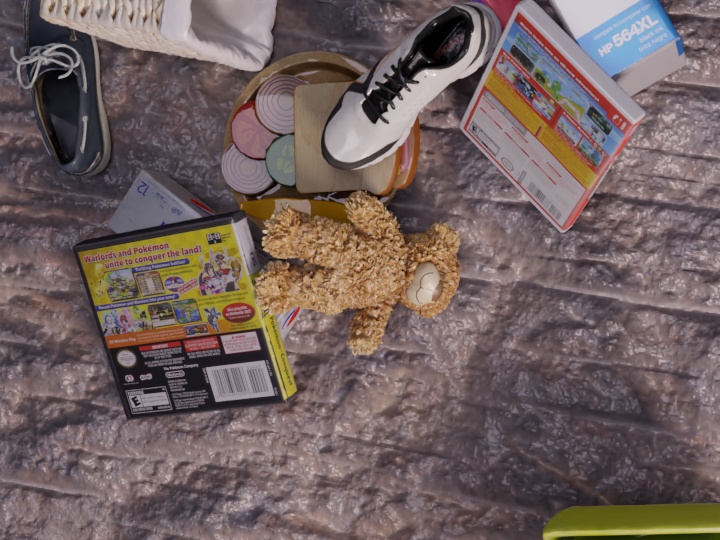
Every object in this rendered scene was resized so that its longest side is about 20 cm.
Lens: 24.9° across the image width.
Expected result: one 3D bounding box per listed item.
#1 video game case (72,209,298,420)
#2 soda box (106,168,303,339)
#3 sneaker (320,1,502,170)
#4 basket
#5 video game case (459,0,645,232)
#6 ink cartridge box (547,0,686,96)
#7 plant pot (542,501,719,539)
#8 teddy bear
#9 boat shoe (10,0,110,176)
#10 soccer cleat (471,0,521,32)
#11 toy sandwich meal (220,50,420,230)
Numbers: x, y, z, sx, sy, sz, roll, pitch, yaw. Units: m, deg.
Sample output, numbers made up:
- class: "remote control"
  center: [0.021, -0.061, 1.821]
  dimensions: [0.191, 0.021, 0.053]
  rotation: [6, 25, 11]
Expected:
- class: "video game case"
  center: [-0.167, 0.046, 1.539]
  dimensions: [0.198, 0.025, 0.183]
  rotation: [-9, 104, 33]
- class: "soda box"
  center: [-0.143, -0.013, 1.567]
  dimensions: [0.199, 0.063, 0.069]
  rotation: [36, 99, 13]
- class: "sneaker"
  center: [0.036, -0.168, 1.443]
  dimensions: [0.200, 0.080, 0.074]
  rotation: [-44, 81, 11]
- class: "basket"
  center: [-0.178, -0.301, 1.519]
  dimensions: [0.159, 0.198, 0.202]
  rotation: [7, 91, 19]
- class: "video game case"
  center: [0.163, -0.132, 1.432]
  dimensions: [0.017, 0.200, 0.143]
  rotation: [-37, 77, -25]
- class: "ink cartridge box"
  center: [0.202, -0.258, 1.438]
  dimensions: [0.084, 0.146, 0.201]
  rotation: [-29, 82, 11]
- class: "plant pot"
  center: [0.248, 0.307, 1.377]
  dimensions: [0.198, 0.199, 0.183]
  rotation: [-4, 59, 15]
- class: "teddy bear"
  center: [0.000, 0.000, 1.481]
  dimensions: [0.198, 0.067, 0.146]
  rotation: [24, 87, -17]
- class: "boat shoe"
  center: [-0.301, -0.191, 1.616]
  dimensions: [0.074, 0.062, 0.202]
  rotation: [-11, 85, 16]
- class: "soccer cleat"
  center: [0.129, -0.239, 1.503]
  dimensions: [0.066, 0.077, 0.201]
  rotation: [-18, 67, -22]
- class: "toy sandwich meal"
  center: [-0.043, -0.117, 1.539]
  dimensions: [0.203, 0.070, 0.208]
  rotation: [0, 88, 15]
